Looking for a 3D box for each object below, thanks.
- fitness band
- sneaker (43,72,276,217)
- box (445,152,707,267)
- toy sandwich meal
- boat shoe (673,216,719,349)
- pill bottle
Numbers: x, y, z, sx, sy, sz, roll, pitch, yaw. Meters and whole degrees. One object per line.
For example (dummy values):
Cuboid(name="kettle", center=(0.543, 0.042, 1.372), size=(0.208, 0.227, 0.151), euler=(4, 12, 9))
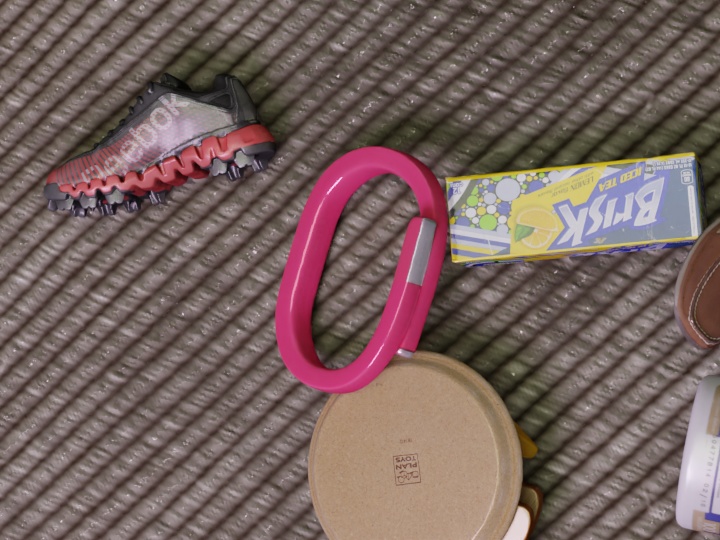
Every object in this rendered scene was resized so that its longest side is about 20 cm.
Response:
Cuboid(name="fitness band", center=(0.000, 0.000, 1.743), size=(0.143, 0.037, 0.201), euler=(16, 88, 46))
Cuboid(name="sneaker", center=(-0.172, -0.107, 1.803), size=(0.199, 0.071, 0.099), euler=(-17, 83, 9))
Cuboid(name="box", center=(0.171, -0.047, 1.723), size=(0.198, 0.064, 0.071), euler=(-6, 86, 13))
Cuboid(name="toy sandwich meal", center=(0.054, 0.162, 1.740), size=(0.204, 0.070, 0.207), euler=(-2, 85, 24))
Cuboid(name="boat shoe", center=(0.311, -0.024, 1.648), size=(0.076, 0.072, 0.200), euler=(43, 73, -11))
Cuboid(name="pill bottle", center=(0.345, 0.153, 1.642), size=(0.198, 0.120, 0.121), euler=(10, 89, 14))
